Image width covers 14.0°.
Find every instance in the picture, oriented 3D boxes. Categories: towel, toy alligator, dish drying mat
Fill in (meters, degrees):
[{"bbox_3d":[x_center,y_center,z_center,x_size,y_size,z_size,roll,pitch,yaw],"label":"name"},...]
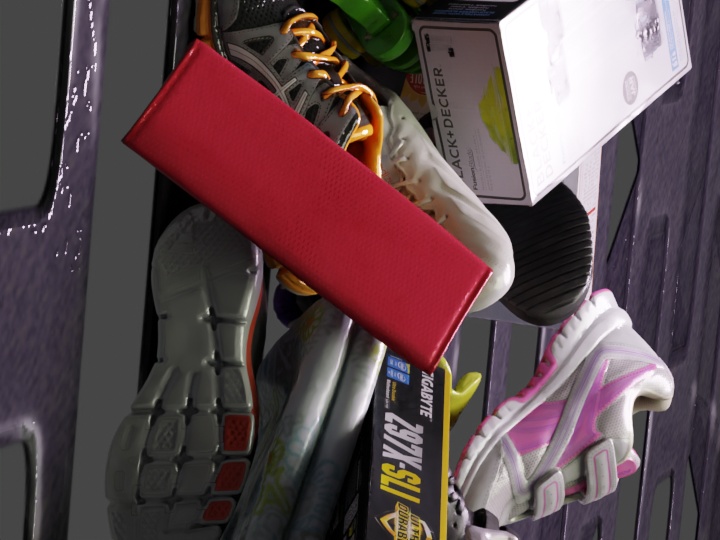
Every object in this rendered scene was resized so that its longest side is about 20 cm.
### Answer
[{"bbox_3d":[-0.051,0.122,1.578,0.171,0.048,0.200,132,-22,-65],"label":"towel"},{"bbox_3d":[0.032,-0.136,1.699,0.054,0.059,0.200,57,16,14],"label":"toy alligator"},{"bbox_3d":[-0.026,-0.033,1.524,0.077,0.200,0.018,-58,-170,-32],"label":"dish drying mat"}]

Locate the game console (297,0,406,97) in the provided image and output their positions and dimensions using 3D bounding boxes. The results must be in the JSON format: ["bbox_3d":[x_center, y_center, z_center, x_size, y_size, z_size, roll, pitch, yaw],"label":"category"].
[{"bbox_3d":[-0.019,-0.122,1.729,0.200,0.031,0.177,36,70,-67],"label":"game console"}]

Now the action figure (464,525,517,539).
[{"bbox_3d":[0.010,0.230,1.585,0.105,0.200,0.194,54,15,-14],"label":"action figure"}]

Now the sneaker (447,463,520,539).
[{"bbox_3d":[0.048,0.128,1.687,0.071,0.099,0.201,-94,-169,-73],"label":"sneaker"}]

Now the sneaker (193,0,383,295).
[{"bbox_3d":[-0.029,-0.090,1.582,0.078,0.077,0.201,-29,102,-60],"label":"sneaker"}]

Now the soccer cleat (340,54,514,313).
[{"bbox_3d":[0.022,-0.046,1.626,0.200,0.069,0.078,54,-9,49],"label":"soccer cleat"}]

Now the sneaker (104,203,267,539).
[{"bbox_3d":[-0.079,0.069,1.564,0.082,0.077,0.201,44,56,-74],"label":"sneaker"}]

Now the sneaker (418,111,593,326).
[{"bbox_3d":[0.093,-0.016,1.758,0.200,0.074,0.089,-116,-171,-52],"label":"sneaker"}]

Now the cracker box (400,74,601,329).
[{"bbox_3d":[0.082,-0.071,1.865,0.058,0.134,0.201,-33,128,-66],"label":"cracker box"}]

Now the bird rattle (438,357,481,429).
[{"bbox_3d":[-0.024,0.121,1.757,0.163,0.112,0.200,38,75,-55],"label":"bird rattle"}]

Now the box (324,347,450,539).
[{"bbox_3d":[-0.006,0.155,1.542,0.200,0.049,0.160,-85,-161,-61],"label":"box"}]

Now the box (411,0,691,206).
[{"bbox_3d":[0.114,-0.130,1.707,0.200,0.060,0.117,-38,125,-46],"label":"box"}]

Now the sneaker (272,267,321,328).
[{"bbox_3d":[0.000,-0.001,1.757,0.200,0.114,0.073,93,-24,-84],"label":"sneaker"}]

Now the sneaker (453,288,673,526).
[{"bbox_3d":[0.121,0.109,1.790,0.200,0.088,0.081,-51,170,-12],"label":"sneaker"}]
